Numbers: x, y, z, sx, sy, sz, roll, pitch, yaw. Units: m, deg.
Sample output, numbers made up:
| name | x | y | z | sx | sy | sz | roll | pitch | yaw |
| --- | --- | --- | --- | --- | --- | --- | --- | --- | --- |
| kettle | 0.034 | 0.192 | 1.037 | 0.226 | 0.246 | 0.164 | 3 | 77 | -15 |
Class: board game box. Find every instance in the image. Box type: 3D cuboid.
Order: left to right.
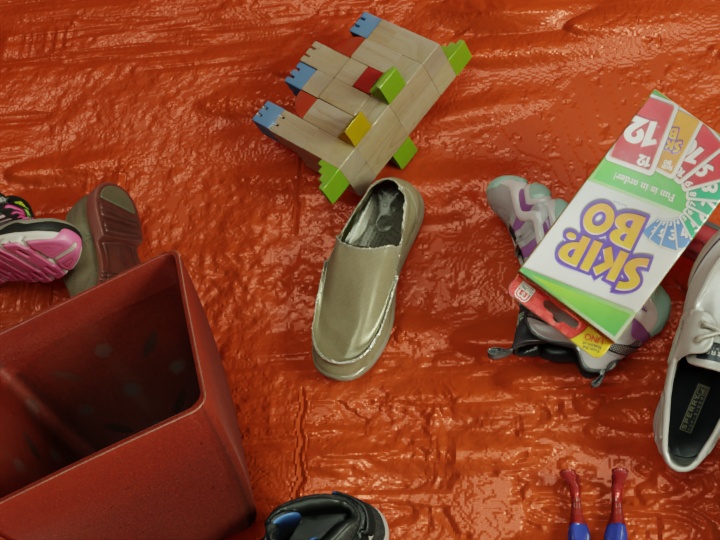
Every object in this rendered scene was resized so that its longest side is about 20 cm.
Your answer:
| name | x | y | z | sx | sy | sz | roll | pitch | yaw |
| --- | --- | --- | --- | --- | --- | --- | --- | --- | --- |
| board game box | 0.211 | -0.036 | 0.997 | 0.095 | 0.030 | 0.200 | 37 | 91 | 8 |

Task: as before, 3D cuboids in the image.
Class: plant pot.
| name | x | y | z | sx | sy | sz | roll | pitch | yaw |
| --- | --- | --- | --- | --- | --- | --- | --- | --- | --- |
| plant pot | -0.189 | 0.140 | 1.041 | 0.199 | 0.176 | 0.200 | -26 | 38 | 4 |

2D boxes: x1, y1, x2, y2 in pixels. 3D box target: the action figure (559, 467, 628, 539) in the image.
| name | x | y | z | sx | sy | sz | roll | pitch | yaw |
| --- | --- | --- | --- | --- | --- | --- | --- | --- | --- |
| action figure | 0.179 | 0.247 | 0.961 | 0.065 | 0.099 | 0.201 | -5 | 69 | 15 |

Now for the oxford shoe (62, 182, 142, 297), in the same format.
| name | x | y | z | sx | sy | sz | roll | pitch | yaw |
| --- | --- | --- | --- | --- | --- | --- | --- | --- | --- |
| oxford shoe | -0.246 | 0.020 | 1.203 | 0.075 | 0.070 | 0.201 | -24 | 61 | 34 |

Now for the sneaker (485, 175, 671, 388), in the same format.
| name | x | y | z | sx | sy | sz | roll | pitch | yaw |
| --- | --- | --- | --- | --- | --- | --- | --- | --- | --- |
| sneaker | 0.149 | 0.017 | 1.076 | 0.140 | 0.078 | 0.200 | -45 | 63 | -7 |

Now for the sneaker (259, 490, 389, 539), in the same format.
| name | x | y | z | sx | sy | sz | roll | pitch | yaw |
| --- | --- | --- | --- | --- | --- | --- | --- | --- | --- |
| sneaker | -0.078 | 0.239 | 1.024 | 0.200 | 0.112 | 0.073 | -33 | 62 | 0 |

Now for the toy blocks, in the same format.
| name | x | y | z | sx | sy | sz | roll | pitch | yaw |
| --- | --- | --- | --- | --- | --- | --- | --- | --- | --- |
| toy blocks | -0.010 | -0.167 | 1.201 | 0.137 | 0.100 | 0.200 | 32 | 79 | 36 |

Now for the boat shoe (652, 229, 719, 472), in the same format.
| name | x | y | z | sx | sy | sz | roll | pitch | yaw |
| --- | --- | --- | --- | --- | --- | --- | --- | --- | --- |
| boat shoe | 0.274 | 0.062 | 0.979 | 0.072 | 0.066 | 0.201 | 21 | 104 | 8 |

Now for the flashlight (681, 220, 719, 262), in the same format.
| name | x | y | z | sx | sy | sz | roll | pitch | yaw |
| --- | --- | --- | --- | --- | --- | --- | --- | --- | --- |
| flashlight | 0.283 | -0.014 | 1.028 | 0.199 | 0.068 | 0.068 | 24 | 78 | 3 |

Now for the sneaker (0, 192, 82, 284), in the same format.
| name | x | y | z | sx | sy | sz | roll | pitch | yaw |
| --- | --- | --- | --- | --- | --- | --- | --- | --- | --- |
| sneaker | -0.335 | -0.038 | 1.215 | 0.199 | 0.074 | 0.088 | -8 | 56 | 42 |

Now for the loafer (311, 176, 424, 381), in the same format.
| name | x | y | z | sx | sy | sz | roll | pitch | yaw |
| --- | --- | --- | --- | --- | --- | --- | --- | --- | --- |
| loafer | 0.000 | 0.000 | 1.130 | 0.075 | 0.068 | 0.201 | 11 | 71 | 19 |
